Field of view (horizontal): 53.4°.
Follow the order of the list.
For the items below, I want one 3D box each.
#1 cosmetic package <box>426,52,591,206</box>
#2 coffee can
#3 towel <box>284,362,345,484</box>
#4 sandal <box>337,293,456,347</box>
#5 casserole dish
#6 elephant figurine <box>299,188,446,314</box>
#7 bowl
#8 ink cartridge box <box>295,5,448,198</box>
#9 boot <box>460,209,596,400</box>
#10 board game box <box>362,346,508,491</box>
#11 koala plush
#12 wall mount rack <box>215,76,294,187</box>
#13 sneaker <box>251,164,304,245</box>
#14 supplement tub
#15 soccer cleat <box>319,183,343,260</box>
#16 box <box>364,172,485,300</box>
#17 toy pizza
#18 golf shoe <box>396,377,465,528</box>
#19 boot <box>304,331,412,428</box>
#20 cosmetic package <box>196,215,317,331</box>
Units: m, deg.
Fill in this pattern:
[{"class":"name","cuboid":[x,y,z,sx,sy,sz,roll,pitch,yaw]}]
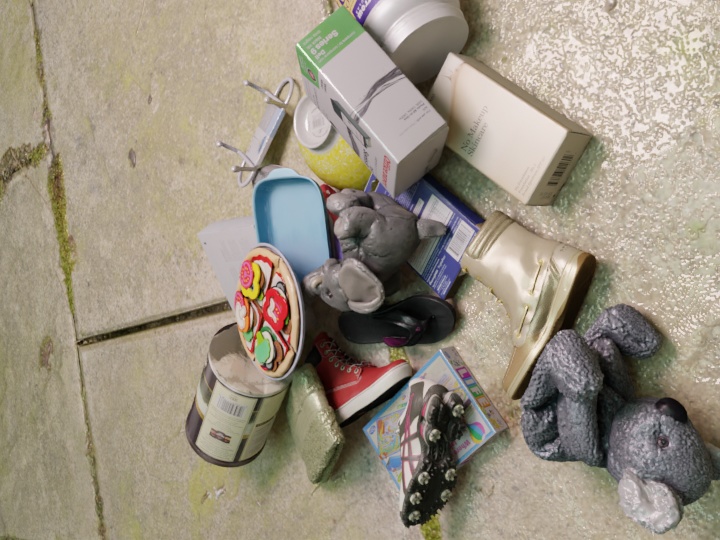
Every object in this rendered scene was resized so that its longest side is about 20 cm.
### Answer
[{"class":"cosmetic package","cuboid":[0.175,-0.178,0.897,0.200,0.072,0.105,43,120,31]},{"class":"coffee can","cuboid":[-0.200,0.207,1.187,0.147,0.145,0.202,49,134,27]},{"class":"towel","cuboid":[-0.078,0.246,1.125,0.150,0.036,0.201,63,154,25]},{"class":"sandal","cuboid":[0.048,0.084,1.025,0.198,0.048,0.076,-12,115,36]},{"class":"casserole dish","cuboid":[-0.097,-0.053,1.073,0.119,0.039,0.204,-1,104,23]},{"class":"elephant figurine","cuboid":[0.000,0.000,0.994,0.155,0.139,0.204,40,123,49]},{"class":"bowl","cuboid":[-0.035,-0.218,1.060,0.198,0.107,0.205,4,95,42]},{"class":"ink cartridge box","cuboid":[0.014,-0.209,0.916,0.084,0.146,0.201,-39,80,-6]},{"class":"boot","cuboid":[0.187,0.042,0.900,0.154,0.072,0.203,32,112,35]},{"class":"board game box","cuboid":[0.099,0.224,1.017,0.201,0.034,0.135,-50,61,32]},{"class":"koala plush","cuboid":[0.287,0.174,0.768,0.199,0.175,0.186,40,129,32]},{"class":"wall mount rack","cuboid":[-0.173,-0.229,1.165,0.203,0.074,0.174,-62,32,12]},{"class":"sneaker","cuboid":[-0.122,-0.109,1.161,0.200,0.081,0.076,43,119,31]},{"class":"supplement tub","cuboid":[0.044,-0.365,0.952,0.145,0.144,0.202,-42,66,35]},{"class":"soccer cleat","cuboid":[-0.030,-0.036,1.094,0.076,0.066,0.203,-34,75,26]},{"class":"box","cuboid":[0.082,-0.070,1.004,0.200,0.032,0.122,45,127,27]},{"class":"toy pizza","cuboid":[-0.144,0.062,1.056,0.199,0.031,0.205,12,105,52]},{"class":"golf shoe","cuboid":[0.087,0.247,0.973,0.088,0.076,0.204,30,111,57]},{"class":"boot","cuboid":[-0.013,0.144,1.092,0.199,0.072,0.146,-38,67,41]},{"class":"cosmetic package","cuboid":[-0.171,0.012,1.184,0.149,0.052,0.203,-5,116,40]}]
